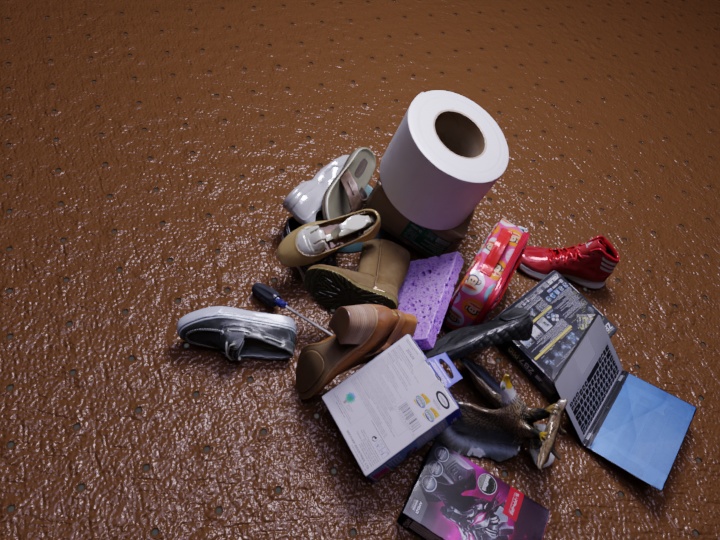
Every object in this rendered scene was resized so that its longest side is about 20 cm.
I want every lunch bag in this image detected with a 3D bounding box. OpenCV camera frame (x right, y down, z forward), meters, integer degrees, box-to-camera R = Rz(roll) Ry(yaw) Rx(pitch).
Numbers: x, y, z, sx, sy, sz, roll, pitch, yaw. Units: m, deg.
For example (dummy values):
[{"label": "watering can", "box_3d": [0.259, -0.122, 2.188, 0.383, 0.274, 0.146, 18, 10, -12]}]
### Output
[{"label": "lunch bag", "box_3d": [0.227, 0.005, 1.010, 0.081, 0.178, 0.201, 29, 53, 12]}]

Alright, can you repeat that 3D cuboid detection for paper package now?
[{"label": "paper package", "box_3d": [0.124, -0.148, 1.128, 0.197, 0.104, 0.193, 31, 54, -4]}]

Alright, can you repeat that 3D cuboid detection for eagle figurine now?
[{"label": "eagle figurine", "box_3d": [0.220, 0.222, 0.899, 0.196, 0.156, 0.150, 5, -2, 38]}]

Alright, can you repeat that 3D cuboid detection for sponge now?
[{"label": "sponge", "box_3d": [0.106, 0.055, 1.001, 0.109, 0.030, 0.202, -11, 39, 40]}]

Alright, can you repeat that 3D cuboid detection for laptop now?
[{"label": "laptop", "box_3d": [0.439, 0.207, 0.937, 0.187, 0.114, 0.203, -41, 109, -34]}]

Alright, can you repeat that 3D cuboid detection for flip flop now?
[{"label": "flip flop", "box_3d": [-0.012, -0.150, 1.067, 0.057, 0.081, 0.203, -1, 53, 44]}]

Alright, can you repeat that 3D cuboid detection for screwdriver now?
[{"label": "screwdriver", "box_3d": [-0.113, 0.065, 0.956, 0.196, 0.030, 0.028, 22, 13, 33]}]

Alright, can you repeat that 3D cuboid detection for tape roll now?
[{"label": "tape roll", "box_3d": [0.147, -0.197, 1.017, 0.197, 0.140, 0.208, 11, 58, -17]}]

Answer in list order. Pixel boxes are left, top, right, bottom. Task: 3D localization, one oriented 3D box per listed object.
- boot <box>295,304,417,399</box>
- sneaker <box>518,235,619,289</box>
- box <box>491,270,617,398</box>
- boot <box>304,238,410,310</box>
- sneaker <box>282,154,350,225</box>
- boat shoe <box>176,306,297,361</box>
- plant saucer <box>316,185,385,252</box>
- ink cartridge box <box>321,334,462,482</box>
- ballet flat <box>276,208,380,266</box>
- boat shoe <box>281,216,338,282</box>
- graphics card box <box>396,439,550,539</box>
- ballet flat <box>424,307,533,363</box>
[{"label": "boot", "box_3d": [-0.006, 0.134, 0.898, 0.152, 0.201, 0.075, 6, 44, -41]}, {"label": "sneaker", "box_3d": [0.411, -0.037, 1.117, 0.194, 0.117, 0.080, 9, 51, -5]}, {"label": "box", "box_3d": [0.351, 0.109, 1.040, 0.198, 0.050, 0.161, -31, 63, -29]}, {"label": "boot", "box_3d": [0.000, 0.000, 1.003, 0.171, 0.067, 0.201, 24, 30, -4]}, {"label": "sneaker", "box_3d": [-0.062, -0.147, 1.099, 0.089, 0.075, 0.200, 46, 53, -1]}, {"label": "boat shoe", "box_3d": [-0.197, 0.108, 0.915, 0.193, 0.073, 0.072, 2, 48, -13]}, {"label": "plant saucer", "box_3d": [-0.035, -0.128, 1.147, 0.193, 0.036, 0.204, 6, 52, -7]}, {"label": "ink cartridge box", "box_3d": [0.060, 0.197, 0.852, 0.198, 0.077, 0.138, -35, 64, -1]}, {"label": "ballet flat", "box_3d": [-0.054, -0.065, 0.986, 0.195, 0.063, 0.070, -22, 81, -15]}, {"label": "boat shoe", "box_3d": [-0.080, -0.021, 1.038, 0.069, 0.067, 0.202, -22, 61, -25]}, {"label": "graphics card box", "box_3d": [0.164, 0.355, 0.818, 0.197, 0.051, 0.126, 29, 54, 12]}, {"label": "ballet flat", "box_3d": [0.195, 0.118, 0.925, 0.195, 0.058, 0.067, -19, 17, -6]}]
